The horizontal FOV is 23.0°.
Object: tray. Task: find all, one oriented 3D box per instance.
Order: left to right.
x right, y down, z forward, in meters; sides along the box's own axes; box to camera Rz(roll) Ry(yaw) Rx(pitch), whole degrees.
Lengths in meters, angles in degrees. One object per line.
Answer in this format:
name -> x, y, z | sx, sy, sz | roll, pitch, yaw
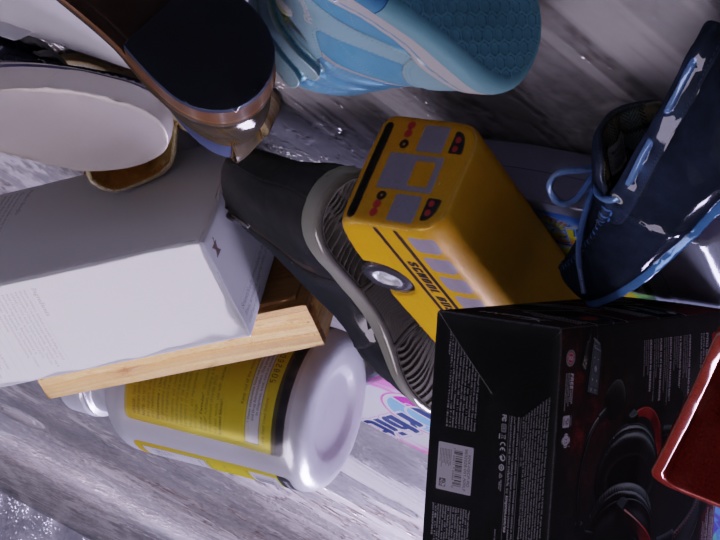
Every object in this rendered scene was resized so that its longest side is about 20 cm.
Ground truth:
tray -> -0.110, 0.022, 1.144 | 0.198, 0.099, 0.037 | -13, 123, 21

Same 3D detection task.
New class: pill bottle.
pill bottle -> -0.104, 0.077, 1.216 | 0.198, 0.113, 0.112 | 12, 158, 22

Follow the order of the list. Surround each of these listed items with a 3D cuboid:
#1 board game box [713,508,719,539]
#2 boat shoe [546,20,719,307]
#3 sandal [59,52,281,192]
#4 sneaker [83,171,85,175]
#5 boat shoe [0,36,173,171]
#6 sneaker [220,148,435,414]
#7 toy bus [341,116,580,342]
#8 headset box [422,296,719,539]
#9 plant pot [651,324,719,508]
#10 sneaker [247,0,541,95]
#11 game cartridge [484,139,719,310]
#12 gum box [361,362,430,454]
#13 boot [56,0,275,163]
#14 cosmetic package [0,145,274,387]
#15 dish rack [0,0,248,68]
board game box -> 0.164, 0.100, 1.089 | 0.151, 0.045, 0.202 | 8, 129, 34
boat shoe -> 0.139, -0.054, 0.816 | 0.068, 0.084, 0.200 | 38, 142, 0
sandal -> -0.140, -0.082, 1.062 | 0.210, 0.070, 0.078 | 5, 154, 44
sneaker -> -0.151, -0.038, 1.228 | 0.076, 0.074, 0.200 | -8, 158, -8
boat shoe -> -0.198, -0.118, 1.029 | 0.198, 0.093, 0.075 | 6, 144, 9
sneaker -> 0.000, 0.000, 1.051 | 0.106, 0.075, 0.201 | 25, 155, 47
toy bus -> 0.061, -0.001, 0.940 | 0.078, 0.066, 0.200 | 9, 155, 34
headset box -> 0.118, 0.092, 0.902 | 0.074, 0.151, 0.199 | 7, -175, 37
plant pot -> 0.245, 0.013, 0.687 | 0.198, 0.178, 0.200 | 21, 160, 10
sneaker -> -0.028, -0.136, 0.770 | 0.200, 0.080, 0.130 | 38, 155, -34
game cartridge -> 0.118, -0.020, 0.972 | 0.198, 0.041, 0.134 | 12, 154, 31
gum box -> 0.061, 0.079, 1.253 | 0.113, 0.067, 0.200 | 30, 160, -15
boot -> -0.109, -0.131, 0.807 | 0.201, 0.074, 0.097 | 53, 170, 14
cosmetic package -> -0.159, -0.003, 1.102 | 0.198, 0.113, 0.082 | -9, 126, 20
dish rack -> -0.146, -0.152, 0.926 | 0.198, 0.044, 0.172 | 20, 162, 15
